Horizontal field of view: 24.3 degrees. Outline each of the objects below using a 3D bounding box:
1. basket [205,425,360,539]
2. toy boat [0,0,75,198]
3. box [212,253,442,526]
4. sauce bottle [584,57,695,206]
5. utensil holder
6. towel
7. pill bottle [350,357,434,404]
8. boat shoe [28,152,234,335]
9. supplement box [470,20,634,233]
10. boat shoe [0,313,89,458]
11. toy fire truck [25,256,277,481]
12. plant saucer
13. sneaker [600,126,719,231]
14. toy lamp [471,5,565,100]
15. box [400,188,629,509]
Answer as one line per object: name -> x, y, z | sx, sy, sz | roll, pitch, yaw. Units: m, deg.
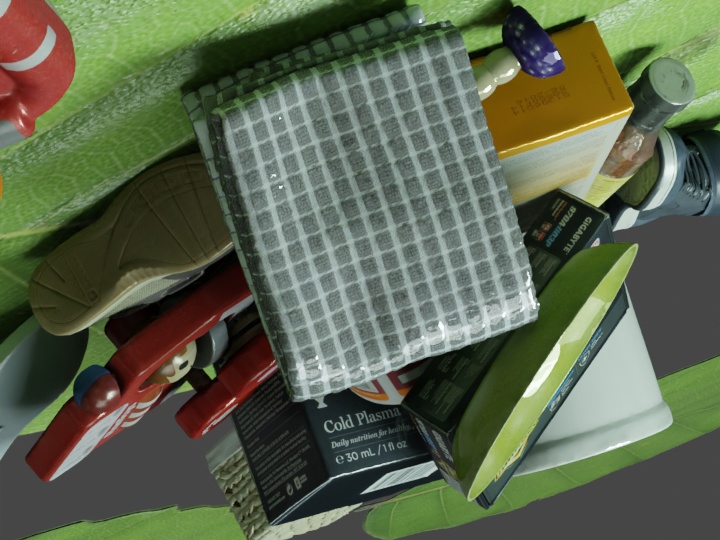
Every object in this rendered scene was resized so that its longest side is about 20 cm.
basket -> -0.058, 0.205, 1.810 | 0.135, 0.124, 0.200 | -12, 160, -34
toy boat -> -0.196, -0.073, 0.738 | 0.130, 0.131, 0.200 | -24, 164, 5
box -> -0.001, 0.075, 1.342 | 0.200, 0.197, 0.124 | -11, 160, -33
sauce bottle -> 0.188, -0.094, 1.284 | 0.066, 0.066, 0.200 | -12, 163, -30
utensil holder -> 0.159, 0.058, 1.434 | 0.170, 0.201, 0.170 | -16, 177, -1
towel -> 0.003, -0.039, 0.983 | 0.165, 0.200, 0.086 | -19, -165, -5
pill bottle -> 0.000, 0.000, 1.174 | 0.113, 0.113, 0.200 | -24, 139, 7
boat shoe -> -0.133, -0.020, 1.110 | 0.200, 0.072, 0.065 | -33, 173, 24
supplement box -> 0.104, -0.086, 1.185 | 0.126, 0.074, 0.200 | -19, 163, -12
boat shoe -> -0.282, 0.094, 1.267 | 0.074, 0.068, 0.200 | 15, 117, -47
toy fire truck -> -0.149, 0.071, 1.204 | 0.168, 0.112, 0.200 | -37, 175, -38
plant saucer -> 0.115, 0.060, 1.094 | 0.200, 0.031, 0.200 | -54, 168, -17
sneaker -> 0.280, -0.088, 1.377 | 0.146, 0.077, 0.202 | -9, 172, -3
toy lamp -> 0.032, -0.089, 1.051 | 0.200, 0.058, 0.058 | -37, 164, -2
box -> 0.119, 0.061, 1.227 | 0.200, 0.046, 0.159 | -52, 152, -14
